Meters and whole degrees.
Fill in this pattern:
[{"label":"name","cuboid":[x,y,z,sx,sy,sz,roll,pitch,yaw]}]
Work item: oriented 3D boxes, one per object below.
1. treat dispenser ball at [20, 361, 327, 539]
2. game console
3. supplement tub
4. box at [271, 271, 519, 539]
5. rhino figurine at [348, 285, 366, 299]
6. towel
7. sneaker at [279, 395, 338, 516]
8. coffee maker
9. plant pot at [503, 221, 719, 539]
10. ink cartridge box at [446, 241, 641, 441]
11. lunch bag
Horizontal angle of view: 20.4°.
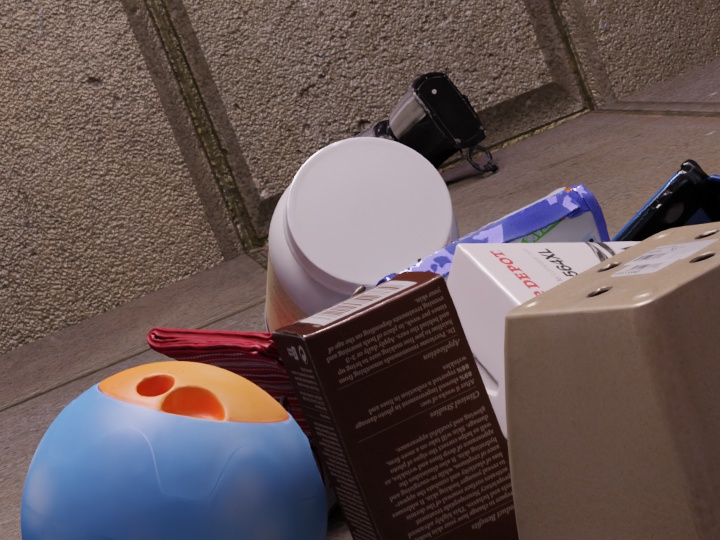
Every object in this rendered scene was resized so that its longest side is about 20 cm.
[{"label":"treat dispenser ball","cuboid":[-0.122,0.160,1.311,0.200,0.202,0.201,-21,8,3]},{"label":"game console","cuboid":[0.298,0.002,1.558,0.171,0.118,0.200,-47,-32,4]},{"label":"supplement tub","cuboid":[0.000,0.000,1.534,0.145,0.145,0.200,-24,-22,-15]},{"label":"box","cuboid":[0.032,0.110,1.227,0.100,0.201,0.075,-23,8,-17]},{"label":"rhino figurine","cuboid":[0.024,0.107,1.300,0.087,0.201,0.060,-15,2,-22]},{"label":"towel","cuboid":[-0.060,0.096,1.571,0.144,0.200,0.023,2,64,45]},{"label":"sneaker","cuboid":[-0.064,0.143,1.575,0.071,0.113,0.200,-19,8,12]},{"label":"coffee maker","cuboid":[0.099,-0.198,3.323,0.134,0.193,0.200,0,-30,-40]},{"label":"plant pot","cuboid":[0.192,0.076,1.116,0.200,0.178,0.200,-27,9,-28]},{"label":"ink cartridge box","cuboid":[0.168,0.047,1.295,0.199,0.085,0.146,-1,28,-28]},{"label":"lunch bag","cuboid":[0.098,0.045,1.416,0.170,0.201,0.124,-26,46,-16]}]
